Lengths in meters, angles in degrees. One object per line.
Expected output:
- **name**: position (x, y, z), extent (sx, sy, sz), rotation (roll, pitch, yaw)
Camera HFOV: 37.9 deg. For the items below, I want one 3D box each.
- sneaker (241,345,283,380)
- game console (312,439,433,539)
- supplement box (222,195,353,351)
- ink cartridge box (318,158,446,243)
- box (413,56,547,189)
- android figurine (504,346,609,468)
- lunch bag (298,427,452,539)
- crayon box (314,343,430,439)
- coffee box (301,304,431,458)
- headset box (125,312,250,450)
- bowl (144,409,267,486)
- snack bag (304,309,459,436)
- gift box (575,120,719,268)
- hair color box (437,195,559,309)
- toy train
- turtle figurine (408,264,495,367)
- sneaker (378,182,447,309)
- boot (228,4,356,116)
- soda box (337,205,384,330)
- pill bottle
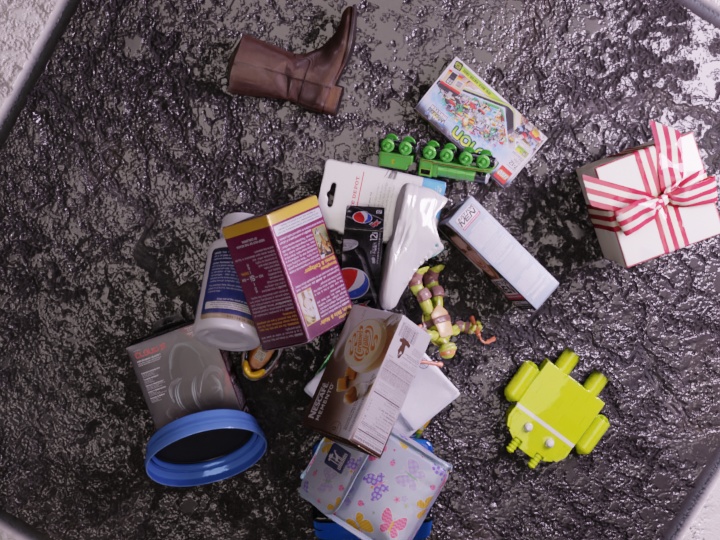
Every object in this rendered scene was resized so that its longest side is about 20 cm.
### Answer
- **sneaker**: position (-0.139, 0.091, 1.717), extent (0.077, 0.082, 0.203), rotation (20, 94, -2)
- **game console**: position (0.020, 0.366, 1.738), extent (0.196, 0.171, 0.120), rotation (0, 60, 0)
- **supplement box**: position (-0.108, 0.003, 1.610), extent (0.102, 0.130, 0.203), rotation (-13, 98, 37)
- **ink cartridge box**: position (0.031, -0.108, 1.706), extent (0.197, 0.067, 0.118), rotation (12, 96, -1)
- **box**: position (0.195, -0.239, 1.710), extent (0.199, 0.035, 0.110), rotation (40, 94, -3)
- **android figurine**: position (0.322, 0.234, 1.752), extent (0.181, 0.041, 0.201), rotation (38, 92, -3)
- **lunch bag**: position (0.017, 0.322, 1.626), extent (0.198, 0.127, 0.171), rotation (31, 86, 15)
- **crayon box**: position (0.036, 0.187, 1.741), extent (0.199, 0.052, 0.127), rotation (35, 95, -2)
- **coffee box**: position (0.009, 0.165, 1.582), extent (0.079, 0.113, 0.202), rotation (36, 73, -40)
- **headset box**: position (-0.285, 0.171, 1.728), extent (0.147, 0.077, 0.203), rotation (-18, 96, 2)
- **bowl**: position (-0.250, 0.286, 1.692), extent (0.198, 0.201, 0.040), rotation (-19, 58, 2)
- **snack bag**: position (0.030, 0.194, 1.699), extent (0.200, 0.021, 0.189), rotation (-41, 96, 11)
- **gift box**: position (0.439, -0.122, 1.645), extent (0.182, 0.187, 0.202), rotation (-25, 96, 2)
- **hair color box**: position (0.219, -0.026, 1.693), extent (0.200, 0.099, 0.061), rotation (45, 83, -4)
- **toy train**: position (0.122, -0.178, 1.693), extent (0.197, 0.042, 0.057), rotation (12, 116, 12)
- **turtle figurine**: position (0.131, 0.075, 1.710), extent (0.198, 0.064, 0.164), rotation (-8, 78, -40)
- **sneaker**: position (0.085, -0.030, 1.649), extent (0.087, 0.075, 0.203), rotation (13, 100, -10)
- **boot**: position (-0.113, -0.358, 1.691), extent (0.197, 0.064, 0.189), rotation (15, 93, 3)
- **soda box**: position (0.000, 0.000, 1.672), extent (0.062, 0.071, 0.202), rotation (4, 125, 0)
- **pill bottle**: position (-0.196, 0.016, 1.668), extent (0.109, 0.111, 0.203), rotation (7, 67, -1)
